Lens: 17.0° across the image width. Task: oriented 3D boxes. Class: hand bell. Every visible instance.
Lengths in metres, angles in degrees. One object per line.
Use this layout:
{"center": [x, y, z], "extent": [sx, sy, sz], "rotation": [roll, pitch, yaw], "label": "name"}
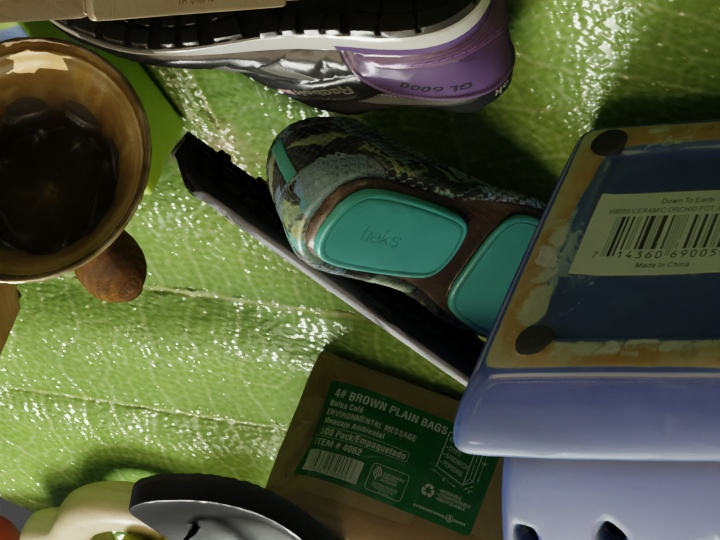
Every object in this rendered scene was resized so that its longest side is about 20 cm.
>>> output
{"center": [-0.123, -0.018, 1.059], "extent": [0.104, 0.105, 0.200], "rotation": [14, 166, 11], "label": "hand bell"}

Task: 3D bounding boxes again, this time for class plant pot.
{"center": [0.158, 0.048, 0.962], "extent": [0.199, 0.200, 0.180], "rotation": [-1, 134, 32], "label": "plant pot"}

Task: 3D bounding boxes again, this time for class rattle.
{"center": [-0.161, 0.206, 1.439], "extent": [0.199, 0.143, 0.130], "rotation": [-6, 158, 27], "label": "rattle"}

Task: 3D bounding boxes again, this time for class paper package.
{"center": [0.044, 0.156, 1.270], "extent": [0.199, 0.104, 0.191], "rotation": [20, 147, 4], "label": "paper package"}

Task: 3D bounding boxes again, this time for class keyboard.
{"center": [0.000, 0.000, 1.081], "extent": [0.200, 0.021, 0.127], "rotation": [36, -174, -15], "label": "keyboard"}

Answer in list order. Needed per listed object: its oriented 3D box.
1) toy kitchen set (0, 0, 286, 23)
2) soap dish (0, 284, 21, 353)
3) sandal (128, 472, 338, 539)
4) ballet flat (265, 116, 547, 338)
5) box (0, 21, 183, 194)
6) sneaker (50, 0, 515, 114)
{"center": [-0.097, -0.191, 0.884], "extent": [0.199, 0.180, 0.164], "rotation": [-6, 109, -17], "label": "toy kitchen set"}
{"center": [-0.234, -0.015, 1.133], "extent": [0.157, 0.081, 0.200], "rotation": [40, 166, 5], "label": "soap dish"}
{"center": [-0.030, 0.162, 1.186], "extent": [0.200, 0.043, 0.076], "rotation": [37, 143, -22], "label": "sandal"}
{"center": [0.032, -0.021, 1.039], "extent": [0.074, 0.075, 0.200], "rotation": [-5, 161, 36], "label": "ballet flat"}
{"center": [-0.178, -0.109, 1.060], "extent": [0.122, 0.048, 0.200], "rotation": [-2, 142, 32], "label": "box"}
{"center": [-0.036, -0.094, 0.977], "extent": [0.199, 0.076, 0.088], "rotation": [8, 151, 21], "label": "sneaker"}
